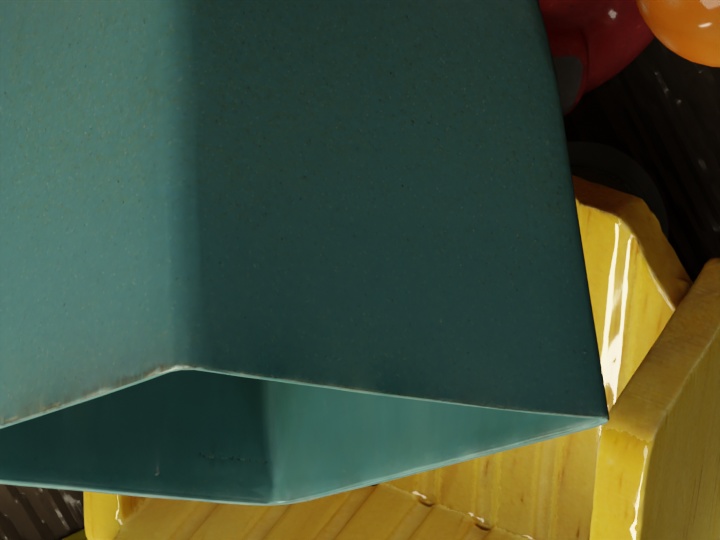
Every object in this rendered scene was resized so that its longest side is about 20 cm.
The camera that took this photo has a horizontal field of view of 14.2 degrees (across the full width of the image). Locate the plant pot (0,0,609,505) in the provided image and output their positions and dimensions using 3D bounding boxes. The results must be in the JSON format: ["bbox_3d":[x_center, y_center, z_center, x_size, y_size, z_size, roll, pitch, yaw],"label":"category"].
[{"bbox_3d":[-0.037,-0.050,0.767,0.141,0.141,0.201,-19,68,47],"label":"plant pot"}]

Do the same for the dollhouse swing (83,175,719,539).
[{"bbox_3d":[-0.018,0.074,0.851,0.200,0.176,0.182,20,125,28],"label":"dollhouse swing"}]

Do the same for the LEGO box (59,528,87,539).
[{"bbox_3d":[-0.109,0.160,1.031,0.200,0.149,0.077,-27,105,28],"label":"LEGO box"}]

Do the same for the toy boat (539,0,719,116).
[{"bbox_3d":[0.081,-0.110,0.824,0.131,0.130,0.200,50,129,33],"label":"toy boat"}]

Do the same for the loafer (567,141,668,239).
[{"bbox_3d":[0.000,0.000,0.959,0.199,0.070,0.075,-10,112,22],"label":"loafer"}]

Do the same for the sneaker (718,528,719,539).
[{"bbox_3d":[0.095,0.061,0.951,0.200,0.099,0.070,9,120,39],"label":"sneaker"}]
